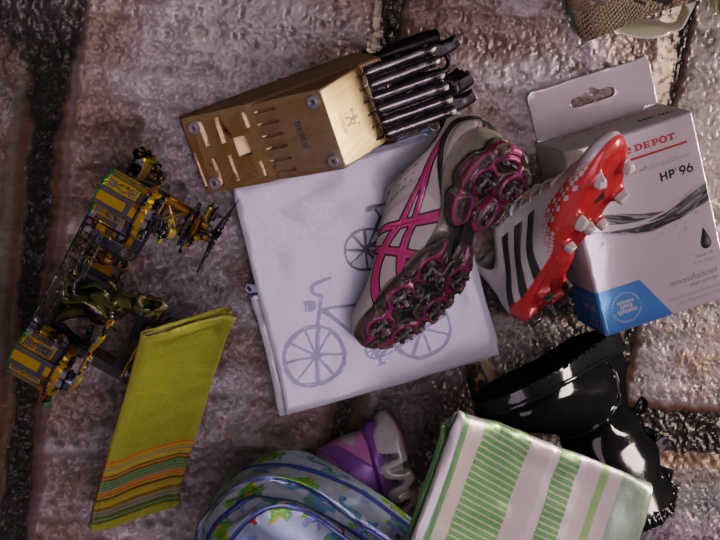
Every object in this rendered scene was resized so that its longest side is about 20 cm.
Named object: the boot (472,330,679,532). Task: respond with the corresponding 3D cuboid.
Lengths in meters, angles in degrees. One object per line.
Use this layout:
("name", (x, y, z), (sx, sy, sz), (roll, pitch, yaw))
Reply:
("boot", (0.179, 0.145, 1.326), (0.198, 0.073, 0.163), (-22, 96, -51))

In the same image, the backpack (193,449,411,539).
("backpack", (-0.032, 0.230, 1.262), (0.200, 0.154, 0.163), (48, 112, 7))

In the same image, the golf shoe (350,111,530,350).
("golf shoe", (0.049, -0.030, 1.290), (0.073, 0.092, 0.200), (20, 108, -47))

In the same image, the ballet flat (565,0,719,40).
("ballet flat", (0.261, -0.230, 1.326), (0.200, 0.068, 0.075), (-17, 127, -4))

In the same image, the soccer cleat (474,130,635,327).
("soccer cleat", (0.145, -0.042, 1.280), (0.069, 0.085, 0.200), (-30, 154, -37))

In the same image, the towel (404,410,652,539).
("towel", (0.125, 0.202, 1.238), (0.200, 0.023, 0.153), (24, 78, -26))

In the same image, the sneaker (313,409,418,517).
("sneaker", (0.010, 0.217, 1.350), (0.088, 0.080, 0.200), (-14, 100, -3))

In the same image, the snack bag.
("snack bag", (0.000, 0.000, 1.322), (0.188, 0.021, 0.200), (-16, 97, -9))

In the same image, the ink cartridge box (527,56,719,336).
("ink cartridge box", (0.218, -0.062, 1.341), (0.116, 0.068, 0.200), (-18, 105, -10))

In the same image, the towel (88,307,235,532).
("towel", (-0.152, 0.117, 1.252), (0.086, 0.018, 0.200), (-18, 139, -43))

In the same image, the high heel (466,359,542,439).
("high heel", (0.089, 0.180, 1.374), (0.143, 0.071, 0.200), (-25, 86, 23))

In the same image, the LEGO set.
("LEGO set", (-0.162, 0.021, 1.220), (0.116, 0.154, 0.200), (29, 90, 0))

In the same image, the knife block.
("knife block", (-0.015, -0.130, 1.283), (0.176, 0.200, 0.064), (-37, 113, -51))
